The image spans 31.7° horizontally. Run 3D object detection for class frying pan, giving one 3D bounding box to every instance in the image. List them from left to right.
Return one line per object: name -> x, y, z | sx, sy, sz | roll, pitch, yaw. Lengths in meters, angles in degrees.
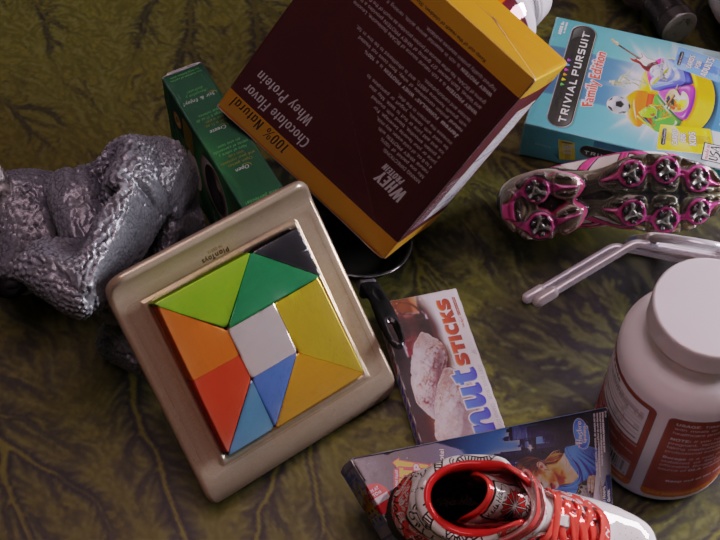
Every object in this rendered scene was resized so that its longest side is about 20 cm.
frying pan -> 0.012, -0.006, 1.109 | 0.114, 0.031, 0.190 | -22, 56, -35

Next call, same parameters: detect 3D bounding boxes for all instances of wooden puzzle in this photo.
wooden puzzle -> -0.078, 0.056, 0.991 | 0.184, 0.201, 0.037 | -29, 16, -23

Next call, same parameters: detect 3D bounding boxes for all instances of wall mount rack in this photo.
wall mount rack -> 0.229, 0.006, 1.052 | 0.172, 0.200, 0.075 | 9, 89, 3

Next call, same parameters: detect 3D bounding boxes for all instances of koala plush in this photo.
koala plush -> -0.249, -0.034, 1.055 | 0.199, 0.178, 0.185 | 9, 67, 22

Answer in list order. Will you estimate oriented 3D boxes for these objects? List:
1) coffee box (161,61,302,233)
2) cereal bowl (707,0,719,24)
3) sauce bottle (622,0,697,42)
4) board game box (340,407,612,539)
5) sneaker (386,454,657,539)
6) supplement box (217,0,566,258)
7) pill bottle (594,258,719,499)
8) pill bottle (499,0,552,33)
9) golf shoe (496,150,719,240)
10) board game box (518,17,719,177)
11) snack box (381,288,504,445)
coffee box -> -0.111, -0.072, 1.113 | 0.044, 0.123, 0.200 | -23, 57, -17
cereal bowl -> 0.444, -0.279, 1.289 | 0.198, 0.084, 0.201 | 1, 54, -1
sauce bottle -> 0.288, -0.321, 1.328 | 0.066, 0.066, 0.201 | -18, 56, -13
board game box -> 0.085, 0.200, 0.937 | 0.198, 0.062, 0.201 | 4, 71, -7
sneaker -> 0.122, 0.175, 0.861 | 0.200, 0.108, 0.068 | 13, 70, -5
supplement box -> 0.028, -0.158, 1.077 | 0.197, 0.200, 0.133 | 42, 24, 5
pill bottle -> 0.243, 0.083, 0.957 | 0.111, 0.201, 0.113 | 0, 55, -1
pill bottle -> 0.097, -0.223, 1.227 | 0.113, 0.113, 0.200 | 32, 60, 20
golf shoe -> 0.222, -0.073, 1.137 | 0.198, 0.073, 0.092 | -2, 13, 2
board game box -> 0.268, -0.159, 1.223 | 0.199, 0.047, 0.152 | 14, 55, 9
snack box -> 0.073, 0.107, 1.046 | 0.071, 0.024, 0.201 | -10, 55, -10
